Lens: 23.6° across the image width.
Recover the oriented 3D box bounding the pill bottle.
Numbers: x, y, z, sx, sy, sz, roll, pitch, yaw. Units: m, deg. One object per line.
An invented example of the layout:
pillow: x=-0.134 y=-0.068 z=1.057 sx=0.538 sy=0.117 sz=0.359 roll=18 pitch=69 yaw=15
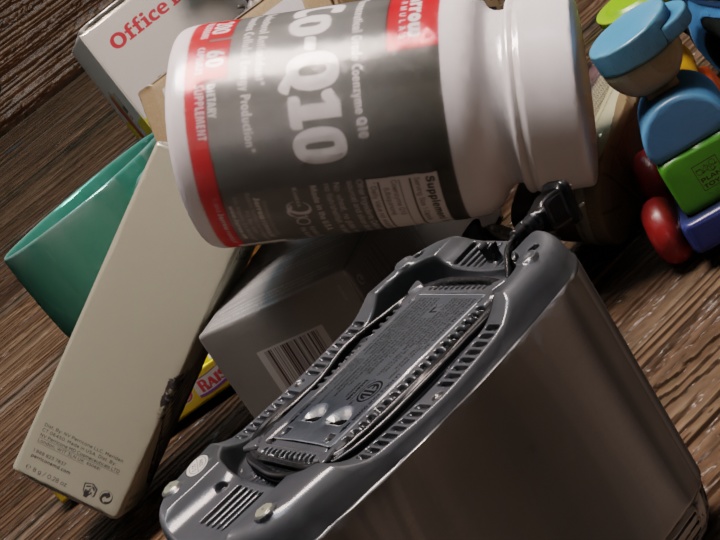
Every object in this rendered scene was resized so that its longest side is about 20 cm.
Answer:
pill bottle: x=0.013 y=-0.078 z=0.857 sx=0.198 sy=0.115 sz=0.114 roll=-7 pitch=24 yaw=12

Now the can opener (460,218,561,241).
can opener: x=0.085 y=0.027 z=0.811 sx=0.063 sy=0.079 sz=0.200 roll=2 pitch=16 yaw=-12

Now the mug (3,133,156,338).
mug: x=-0.168 y=-0.011 z=1.263 sx=0.152 sy=0.115 sz=0.185 roll=-39 pitch=12 yaw=-3

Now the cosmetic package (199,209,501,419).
cosmetic package: x=0.000 y=0.000 z=0.982 sx=0.106 sy=0.091 sz=0.200 roll=-25 pitch=17 yaw=31

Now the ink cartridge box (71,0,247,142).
ink cartridge box: x=-0.113 y=-0.146 z=1.375 sx=0.145 sy=0.201 sz=0.083 roll=-40 pitch=7 yaw=-14

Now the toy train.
toy train: x=0.159 y=-0.097 z=0.874 sx=0.084 sy=0.116 sz=0.200 roll=-29 pitch=18 yaw=17

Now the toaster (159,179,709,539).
toaster: x=0.036 y=0.078 z=0.618 sx=0.200 sy=0.130 sz=0.113 roll=-44 pitch=19 yaw=-23

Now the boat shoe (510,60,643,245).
boat shoe: x=0.130 y=-0.082 z=0.954 sx=0.064 sy=0.072 sz=0.201 roll=-2 pitch=36 yaw=23

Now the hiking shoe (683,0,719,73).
hiking shoe: x=0.202 y=-0.142 z=0.962 sx=0.074 sy=0.088 sz=0.200 roll=-14 pitch=-7 yaw=12

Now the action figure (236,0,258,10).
action figure: x=-0.047 y=-0.211 z=1.298 sx=0.103 sy=0.199 sz=0.119 roll=-61 pitch=9 yaw=-13

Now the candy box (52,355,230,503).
candy box: x=-0.117 y=0.070 z=1.118 sx=0.199 sy=0.027 sz=0.102 roll=-35 pitch=13 yaw=2

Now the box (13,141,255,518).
box: x=-0.119 y=0.032 z=0.973 sx=0.082 sy=0.068 sz=0.201 roll=-32 pitch=-33 yaw=-85

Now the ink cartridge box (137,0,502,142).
ink cartridge box: x=-0.024 y=-0.136 z=1.157 sx=0.164 sy=0.076 sz=0.199 roll=-15 pitch=-9 yaw=-46

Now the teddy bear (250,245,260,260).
teddy bear: x=-0.021 y=-0.061 z=1.194 sx=0.199 sy=0.067 sz=0.145 roll=-31 pitch=6 yaw=16
